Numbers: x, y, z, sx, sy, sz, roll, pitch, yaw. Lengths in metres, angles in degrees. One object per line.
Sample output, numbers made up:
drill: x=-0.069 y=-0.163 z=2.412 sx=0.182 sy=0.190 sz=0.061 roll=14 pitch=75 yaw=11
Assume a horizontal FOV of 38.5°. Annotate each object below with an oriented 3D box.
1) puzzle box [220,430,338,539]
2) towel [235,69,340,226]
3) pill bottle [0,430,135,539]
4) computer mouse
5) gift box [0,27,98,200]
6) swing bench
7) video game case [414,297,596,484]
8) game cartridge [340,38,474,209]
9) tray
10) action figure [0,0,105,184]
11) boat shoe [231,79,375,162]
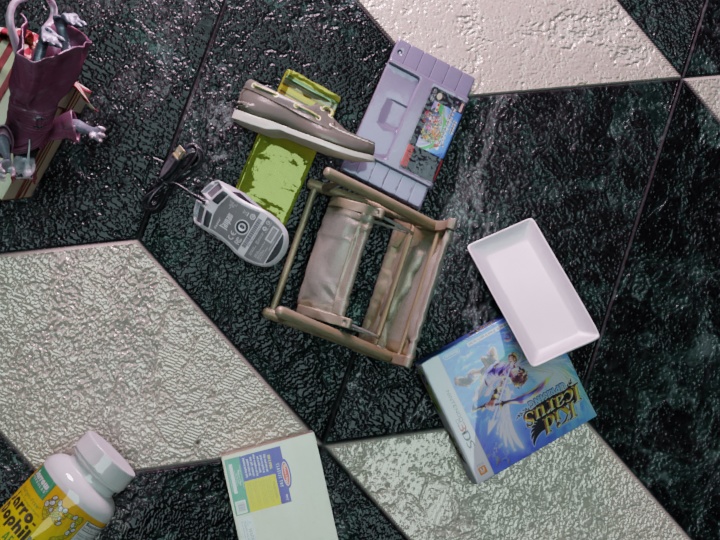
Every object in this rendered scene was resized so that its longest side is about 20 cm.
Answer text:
puzzle box: x=-0.102 y=0.328 z=1.374 sx=0.130 sy=0.025 sz=0.204 roll=-12 pitch=89 yaw=-9
towel: x=-0.102 y=-0.165 z=1.404 sx=0.085 sy=0.018 sz=0.203 roll=23 pitch=84 yaw=-6
pill bottle: x=-0.379 y=0.304 z=1.288 sx=0.113 sy=0.113 sz=0.200 roll=44 pitch=82 yaw=-4
computer mouse: x=-0.183 y=-0.076 z=1.365 sx=0.198 sy=0.044 sz=0.111 roll=35 pitch=97 yaw=-3
gift box: x=-0.434 y=-0.203 z=1.277 sx=0.198 sy=0.185 sz=0.189 roll=29 pitch=93 yaw=-12
swing bench: x=0.000 y=0.000 z=1.359 sx=0.197 sy=0.130 sz=0.203 roll=21 pitch=83 yaw=-12
video game case: x=0.201 y=0.164 z=1.421 sx=0.197 sy=0.045 sz=0.184 roll=-27 pitch=92 yaw=-10
game cartridge: x=0.068 y=-0.201 z=1.426 sx=0.128 sy=0.038 sz=0.203 roll=24 pitch=84 yaw=-3
tray: x=0.234 y=0.031 z=1.408 sx=0.106 sy=0.022 sz=0.202 roll=-21 pitch=63 yaw=-9
action figure: x=-0.371 y=-0.185 z=1.145 sx=0.149 sy=0.133 sz=0.202 roll=41 pitch=123 yaw=23
boat shoe: x=-0.069 y=-0.195 z=1.364 sx=0.198 sy=0.072 sz=0.061 roll=18 pitch=87 yaw=-1
